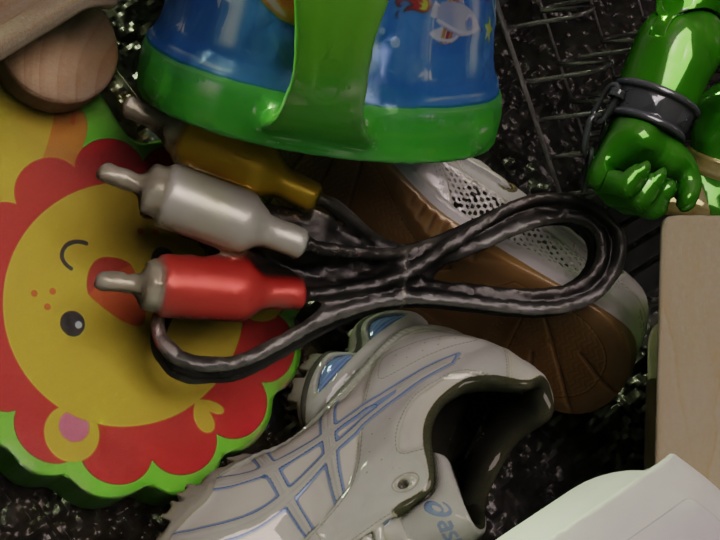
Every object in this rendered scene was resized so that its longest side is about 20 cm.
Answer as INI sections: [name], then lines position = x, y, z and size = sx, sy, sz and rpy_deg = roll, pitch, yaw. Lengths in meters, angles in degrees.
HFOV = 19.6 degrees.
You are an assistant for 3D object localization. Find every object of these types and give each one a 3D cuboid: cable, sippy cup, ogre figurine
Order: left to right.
[sippy cup]
position = -0.006, -0.119, 0.749
size = 0.139, 0.177, 0.131
rpy_deg = -3, 110, -37
[cable]
position = 0.000, 0.000, 0.759
size = 0.198, 0.050, 0.098
rpy_deg = 9, 79, -5
[ogre figurine]
position = 0.163, -0.076, 0.812
size = 0.199, 0.098, 0.121
rpy_deg = 7, 98, -28

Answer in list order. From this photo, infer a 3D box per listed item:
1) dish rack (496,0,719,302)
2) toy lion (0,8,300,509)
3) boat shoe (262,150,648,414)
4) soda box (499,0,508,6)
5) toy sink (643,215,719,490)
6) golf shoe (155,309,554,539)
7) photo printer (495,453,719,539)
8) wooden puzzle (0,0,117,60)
[dish rack]
position = 0.126, -0.092, 0.874
size = 0.153, 0.054, 0.201
rpy_deg = -29, 107, -34
[toy lion]
position = -0.125, 0.008, 0.775
size = 0.199, 0.069, 0.193
rpy_deg = -29, 89, -28
[boat shoe]
position = 0.027, -0.018, 0.842
size = 0.199, 0.071, 0.069
rpy_deg = 34, 34, 3
[soda box]
position = 0.073, -0.172, 0.919
size = 0.068, 0.064, 0.200
rpy_deg = 47, 60, 2
[toy sink]
position = 0.165, 0.072, 0.810
size = 0.111, 0.200, 0.131
rpy_deg = 1, 73, 11
[golf shoe]
position = -0.006, 0.094, 0.751
size = 0.200, 0.097, 0.078
rpy_deg = -54, 126, -27
[photo printer]
position = 0.072, 0.161, 0.632
size = 0.199, 0.069, 0.167
rpy_deg = -30, 82, -28
[wooden puzzle]
position = -0.216, -0.101, 0.742
size = 0.199, 0.037, 0.185
rpy_deg = -33, 50, -31
